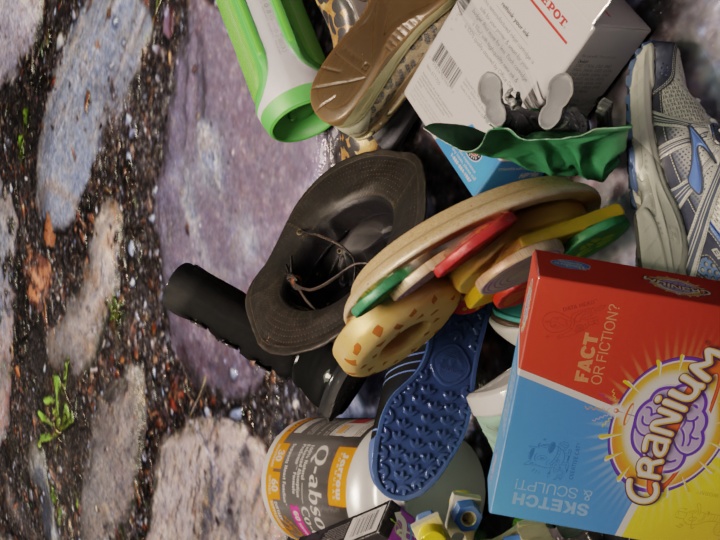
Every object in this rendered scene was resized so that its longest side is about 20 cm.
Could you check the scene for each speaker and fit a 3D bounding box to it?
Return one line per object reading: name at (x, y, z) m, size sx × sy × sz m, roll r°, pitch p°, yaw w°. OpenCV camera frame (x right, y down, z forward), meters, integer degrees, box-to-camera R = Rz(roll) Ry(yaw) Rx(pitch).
speaker at (-0.086, -0.228, 0.955) m, size 0.088 × 0.087 × 0.203 m, roll -41°, pitch 64°, yaw 46°

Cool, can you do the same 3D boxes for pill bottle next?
pill bottle at (0.008, 0.189, 0.875) m, size 0.199 × 0.115 × 0.119 m, roll -10°, pitch 88°, yaw 51°

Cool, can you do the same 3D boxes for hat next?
hat at (0.000, 0.000, 0.818) m, size 0.199 × 0.081 × 0.202 m, roll -31°, pitch 36°, yaw 26°

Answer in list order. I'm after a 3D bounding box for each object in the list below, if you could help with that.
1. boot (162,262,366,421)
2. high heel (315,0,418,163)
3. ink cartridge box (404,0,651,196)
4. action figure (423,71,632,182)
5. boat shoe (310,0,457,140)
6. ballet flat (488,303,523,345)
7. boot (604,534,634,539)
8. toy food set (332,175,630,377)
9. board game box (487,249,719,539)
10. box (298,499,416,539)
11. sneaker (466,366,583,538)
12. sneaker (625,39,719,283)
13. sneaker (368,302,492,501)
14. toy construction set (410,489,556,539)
boot at (-0.089, 0.054, 0.896) m, size 0.199 × 0.066 × 0.165 m, roll 35°, pitch 168°, yaw 7°
high heel at (-0.022, -0.185, 0.889) m, size 0.201 × 0.071 × 0.143 m, roll 51°, pitch 126°, yaw 22°
ink cartridge box at (0.125, -0.165, 0.714) m, size 0.117 × 0.067 × 0.201 m, roll 59°, pitch 136°, yaw 27°
action figure at (0.126, -0.086, 0.637) m, size 0.116 × 0.200 × 0.056 m, roll 8°, pitch 90°, yaw 21°
boat shoe at (0.040, -0.194, 0.790) m, size 0.200 × 0.062 × 0.074 m, roll -47°, pitch 55°, yaw 13°
ballet flat at (0.171, 0.043, 0.699) m, size 0.199 × 0.069 × 0.071 m, roll -12°, pitch 86°, yaw 50°
boot at (0.227, 0.234, 0.645) m, size 0.164 × 0.065 × 0.204 m, roll 9°, pitch 98°, yaw 49°
toy food set at (0.076, 0.001, 0.667) m, size 0.049 × 0.197 × 0.198 m, roll 65°, pitch 157°, yaw 17°
board game box at (0.182, 0.081, 0.564) m, size 0.040 × 0.196 × 0.156 m, roll -73°, pitch -9°, yaw -68°
box at (0.052, 0.273, 0.805) m, size 0.199 × 0.036 × 0.143 m, roll 40°, pitch 139°, yaw -12°
sneaker at (0.131, 0.121, 0.681) m, size 0.119 × 0.073 × 0.201 m, roll 59°, pitch 180°, yaw 15°
sneaker at (0.211, -0.055, 0.620) m, size 0.084 × 0.077 × 0.203 m, roll -5°, pitch 66°, yaw 14°
sneaker at (0.054, 0.085, 0.790) m, size 0.078 × 0.069 × 0.203 m, roll 133°, pitch 160°, yaw -73°
toy construction set at (0.096, 0.253, 0.692) m, size 0.092 × 0.129 × 0.203 m, roll -101°, pitch 11°, yaw -65°
